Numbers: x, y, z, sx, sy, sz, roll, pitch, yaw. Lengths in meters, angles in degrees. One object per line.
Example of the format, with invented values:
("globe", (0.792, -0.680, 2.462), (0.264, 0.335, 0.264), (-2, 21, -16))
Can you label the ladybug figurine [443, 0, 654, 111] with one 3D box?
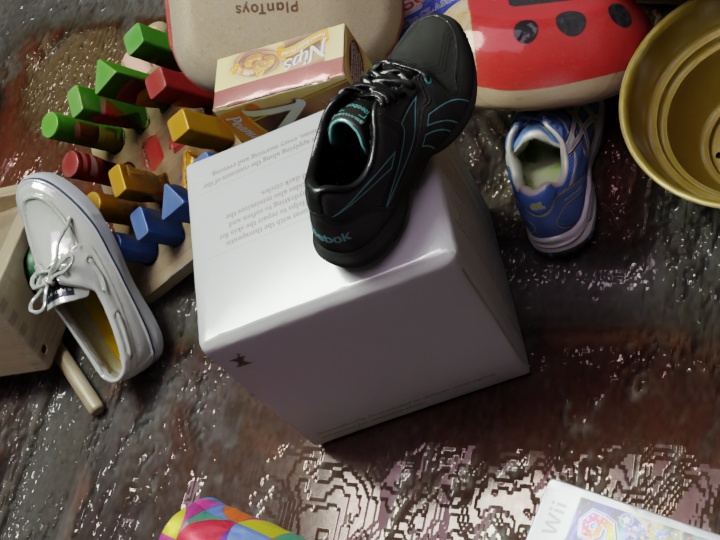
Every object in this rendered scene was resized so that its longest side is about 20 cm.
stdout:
("ladybug figurine", (0.146, -0.187, 0.954), (0.199, 0.072, 0.136), (-6, 40, 2))

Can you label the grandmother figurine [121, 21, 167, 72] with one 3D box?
("grandmother figurine", (-0.189, -0.158, 1.190), (0.121, 0.060, 0.200), (-54, 45, 27))

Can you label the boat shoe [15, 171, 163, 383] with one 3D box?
("boat shoe", (-0.257, 0.012, 1.043), (0.074, 0.203, 0.086), (-23, 9, 30))

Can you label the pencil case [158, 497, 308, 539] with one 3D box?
("pencil case", (-0.062, 0.237, 0.887), (0.199, 0.088, 0.089), (16, 71, 35))

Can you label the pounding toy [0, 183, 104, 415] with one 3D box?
("pounding toy", (-0.338, 0.034, 1.129), (0.199, 0.142, 0.185), (-9, 45, 20))

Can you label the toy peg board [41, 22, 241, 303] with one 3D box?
("toy peg board", (-0.194, -0.106, 1.076), (0.200, 0.098, 0.200), (-36, 63, 31))

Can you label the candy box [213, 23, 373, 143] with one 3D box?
("candy box", (-0.024, -0.112, 0.988), (0.115, 0.200, 0.056), (-12, 58, 20))

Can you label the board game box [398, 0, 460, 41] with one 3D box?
("board game box", (0.035, -0.268, 1.081), (0.199, 0.041, 0.200), (-28, 54, 12))

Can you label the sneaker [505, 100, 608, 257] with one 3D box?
("sneaker", (0.159, -0.113, 0.971), (0.075, 0.077, 0.201), (-13, 55, 23))

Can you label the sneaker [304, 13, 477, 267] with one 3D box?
("sneaker", (0.021, -0.100, 0.789), (0.075, 0.079, 0.201), (11, 64, 28))

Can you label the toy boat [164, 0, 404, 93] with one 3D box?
("toy boat", (-0.061, -0.221, 1.014), (0.199, 0.131, 0.131), (-3, 100, 5))

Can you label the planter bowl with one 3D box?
("planter bowl", (0.302, -0.116, 0.892), (0.199, 0.083, 0.201), (-11, 60, 20))

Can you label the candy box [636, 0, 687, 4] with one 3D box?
("candy box", (0.234, -0.237, 0.933), (0.102, 0.200, 0.027), (7, 94, 31))

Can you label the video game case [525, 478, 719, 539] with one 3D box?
("video game case", (0.193, 0.236, 0.792), (0.199, 0.018, 0.144), (14, 71, 33))

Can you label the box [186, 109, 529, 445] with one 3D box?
("box", (0.000, 0.000, 0.913), (0.198, 0.200, 0.172), (-20, 54, 14))
